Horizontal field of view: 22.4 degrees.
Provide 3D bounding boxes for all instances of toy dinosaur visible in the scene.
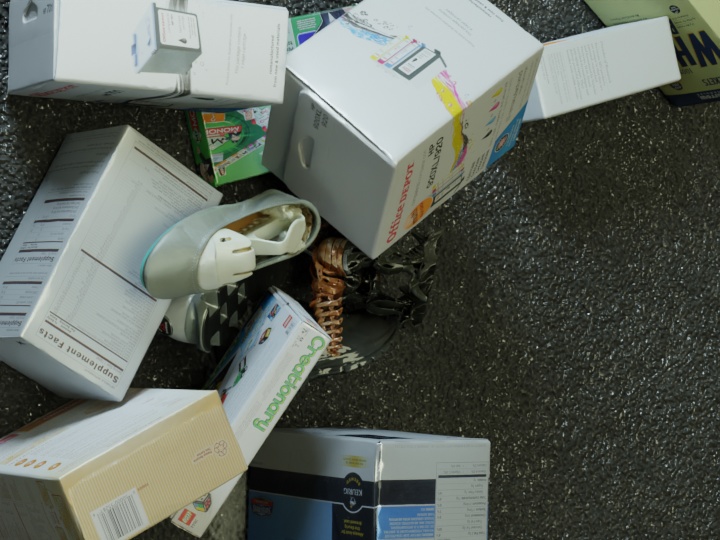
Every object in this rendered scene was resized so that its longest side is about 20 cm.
[{"bbox_3d":[0.000,0.000,1.673,0.135,0.102,0.201,14,69,2],"label":"toy dinosaur"}]

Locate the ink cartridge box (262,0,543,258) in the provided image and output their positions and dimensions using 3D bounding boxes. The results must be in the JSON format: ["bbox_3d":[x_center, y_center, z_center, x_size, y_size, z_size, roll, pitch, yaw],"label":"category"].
[{"bbox_3d":[0.035,-0.144,1.616,0.145,0.148,0.200,41,59,18],"label":"ink cartridge box"}]

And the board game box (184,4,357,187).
[{"bbox_3d":[-0.073,-0.163,1.685,0.199,0.029,0.135,-17,99,-36],"label":"board game box"}]

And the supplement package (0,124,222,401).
[{"bbox_3d":[-0.223,-0.005,1.518,0.114,0.109,0.201,37,68,-31],"label":"supplement package"}]

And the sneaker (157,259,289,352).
[{"bbox_3d":[-0.128,-0.002,1.616,0.200,0.088,0.075,-42,140,-55],"label":"sneaker"}]

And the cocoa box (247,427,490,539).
[{"bbox_3d":[0.005,0.211,1.624,0.133,0.199,0.132,3,87,-37],"label":"cocoa box"}]

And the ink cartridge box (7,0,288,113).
[{"bbox_3d":[-0.179,-0.183,1.515,0.199,0.146,0.087,1,90,-26],"label":"ink cartridge box"}]

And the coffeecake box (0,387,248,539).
[{"bbox_3d":[-0.212,0.158,1.466,0.153,0.200,0.073,-29,105,-33],"label":"coffeecake box"}]

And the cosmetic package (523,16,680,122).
[{"bbox_3d":[0.219,-0.203,1.857,0.199,0.101,0.072,-18,98,-36],"label":"cosmetic package"}]

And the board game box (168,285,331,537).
[{"bbox_3d":[-0.105,0.117,1.549,0.035,0.126,0.201,33,93,-19],"label":"board game box"}]

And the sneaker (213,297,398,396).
[{"bbox_3d":[-0.048,0.060,1.671,0.199,0.076,0.091,-22,97,-36],"label":"sneaker"}]

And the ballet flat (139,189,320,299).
[{"bbox_3d":[-0.101,-0.023,1.513,0.200,0.063,0.068,-29,128,-53],"label":"ballet flat"}]

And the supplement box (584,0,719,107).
[{"bbox_3d":[0.368,-0.319,1.949,0.200,0.134,0.201,43,65,-27],"label":"supplement box"}]
